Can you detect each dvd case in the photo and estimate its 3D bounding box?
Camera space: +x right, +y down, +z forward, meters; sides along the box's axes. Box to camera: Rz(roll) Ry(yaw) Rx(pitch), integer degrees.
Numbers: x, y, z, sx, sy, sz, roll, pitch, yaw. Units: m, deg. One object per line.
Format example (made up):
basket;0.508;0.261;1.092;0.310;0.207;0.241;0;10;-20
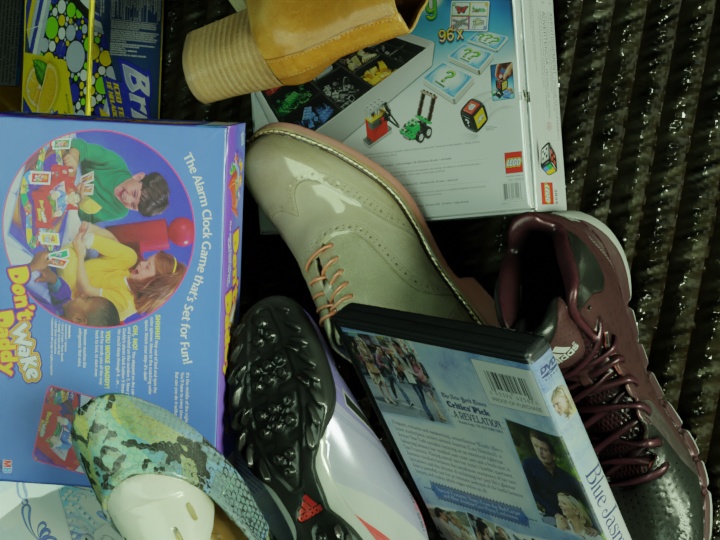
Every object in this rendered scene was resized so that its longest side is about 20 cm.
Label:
dvd case;0.071;0.107;0.865;0.143;0.018;0.200;9;132;50

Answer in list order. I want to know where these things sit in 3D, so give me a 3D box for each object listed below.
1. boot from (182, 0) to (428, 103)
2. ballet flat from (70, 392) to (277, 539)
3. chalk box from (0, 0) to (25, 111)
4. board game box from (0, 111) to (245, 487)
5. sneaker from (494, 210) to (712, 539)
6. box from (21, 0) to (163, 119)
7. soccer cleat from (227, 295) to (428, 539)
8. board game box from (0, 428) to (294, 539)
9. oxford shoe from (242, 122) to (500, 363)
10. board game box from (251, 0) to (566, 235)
boot;-0.022;-0.181;0.973;0.144;0.071;0.201;-17;47;22
ballet flat;-0.080;0.147;0.904;0.074;0.074;0.200;-15;125;40
chalk box;-0.341;-0.177;1.225;0.200;0.124;0.125;14;102;41
board game box;-0.135;0.017;0.945;0.134;0.045;0.200;4;98;8
sneaker;0.106;0.062;0.843;0.076;0.116;0.200;-23;76;18
box;-0.174;-0.086;1.122;0.070;0.064;0.200;7;95;40
soccer cleat;-0.011;0.108;0.922;0.068;0.073;0.200;-32;71;31
board game box;-0.112;0.153;1.004;0.200;0.043;0.199;40;101;2
oxford shoe;0.000;0.000;0.935;0.200;0.074;0.071;44;133;12
board game box;0.021;-0.088;0.973;0.200;0.035;0.126;-3;90;41
